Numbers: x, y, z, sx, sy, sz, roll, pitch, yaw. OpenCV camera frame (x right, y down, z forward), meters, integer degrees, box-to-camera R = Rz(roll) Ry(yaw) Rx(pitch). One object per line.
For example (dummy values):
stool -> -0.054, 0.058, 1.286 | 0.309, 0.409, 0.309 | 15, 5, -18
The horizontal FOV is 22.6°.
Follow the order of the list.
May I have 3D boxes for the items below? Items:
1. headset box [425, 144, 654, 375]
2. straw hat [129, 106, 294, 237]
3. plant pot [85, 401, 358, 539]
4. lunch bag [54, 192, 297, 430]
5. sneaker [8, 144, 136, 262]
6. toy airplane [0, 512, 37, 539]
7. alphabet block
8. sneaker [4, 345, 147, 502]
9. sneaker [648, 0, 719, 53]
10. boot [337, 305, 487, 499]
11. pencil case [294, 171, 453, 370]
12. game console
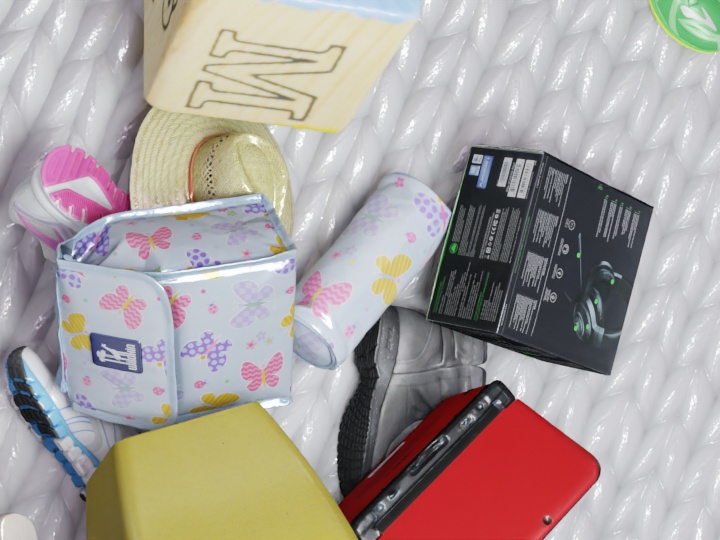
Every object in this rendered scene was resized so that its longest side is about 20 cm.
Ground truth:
headset box -> 0.178, -0.007, 1.712 | 0.200, 0.093, 0.175 | 19, 84, -45
straw hat -> -0.109, -0.076, 1.617 | 0.200, 0.085, 0.202 | 8, 78, -41
plant pot -> -0.134, 0.226, 1.529 | 0.199, 0.200, 0.177 | -15, 74, -25
lunch bag -> -0.160, 0.042, 1.544 | 0.199, 0.127, 0.170 | -6, 125, -16
sneaker -> -0.234, -0.034, 1.618 | 0.200, 0.088, 0.082 | 44, 47, -33
toy airplane -> -0.289, 0.342, 1.564 | 0.200, 0.141, 0.199 | 40, 78, -15
alphabet block -> -0.073, -0.258, 1.572 | 0.195, 0.200, 0.196 | 8, 61, -18
sneaker -> -0.242, 0.140, 1.624 | 0.087, 0.075, 0.200 | -41, 109, -23
sneaker -> 0.322, -0.309, 1.797 | 0.074, 0.084, 0.201 | -27, 99, -17
boot -> 0.056, 0.134, 1.722 | 0.131, 0.070, 0.201 | 11, 91, -24
pencil case -> 0.000, 0.000, 1.675 | 0.200, 0.091, 0.083 | -48, 126, -22
game console -> 0.083, 0.206, 1.599 | 0.200, 0.172, 0.119 | -42, 95, -24
